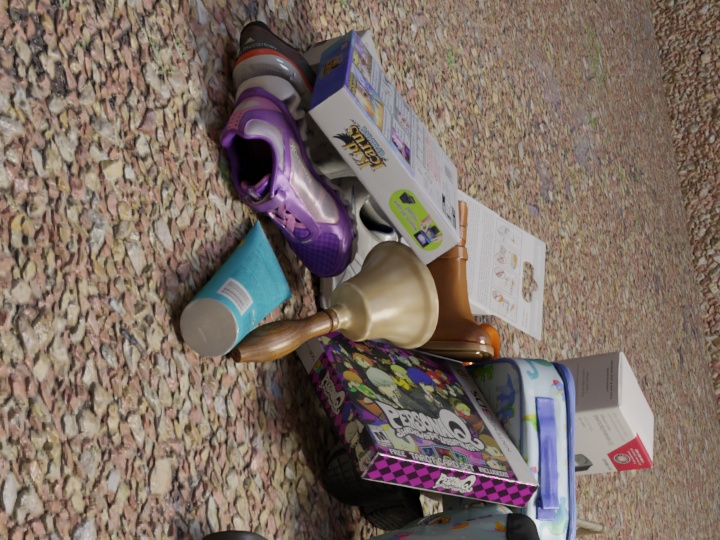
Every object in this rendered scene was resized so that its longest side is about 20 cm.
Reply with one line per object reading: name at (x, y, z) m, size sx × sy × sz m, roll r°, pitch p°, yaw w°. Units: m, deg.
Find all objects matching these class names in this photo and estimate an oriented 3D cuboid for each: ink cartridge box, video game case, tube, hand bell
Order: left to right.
tube at (-0.100, 0.017, 1.371) m, size 0.200 × 0.050 × 0.078 m, roll -51°, pitch 124°, yaw -68°
hand bell at (-0.035, 0.046, 1.424) m, size 0.199 × 0.104 × 0.105 m, roll -18°, pitch 96°, yaw -39°
video game case at (0.025, -0.121, 1.497) m, size 0.182 × 0.045 × 0.200 m, roll 53°, pitch 15°, yaw -17°
video game case at (0.051, 0.136, 1.477) m, size 0.199 × 0.036 × 0.182 m, roll 16°, pitch 28°, yaw -35°
ink cartridge box at (0.116, -0.012, 1.786) m, size 0.199 × 0.057 × 0.164 m, roll 33°, pitch 42°, yaw -22°
ink cartridge box at (0.243, 0.182, 1.920) m, size 0.148 × 0.198 × 0.086 m, roll 54°, pitch 33°, yaw -45°

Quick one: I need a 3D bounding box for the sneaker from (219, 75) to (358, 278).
sneaker at (-0.072, -0.073, 1.452) m, size 0.201 × 0.080 × 0.089 m, roll 64°, pitch 32°, yaw -20°

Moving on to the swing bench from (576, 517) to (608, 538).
swing bench at (0.228, 0.397, 1.879) m, size 0.199 × 0.129 × 0.202 m, roll 30°, pitch 46°, yaw -61°

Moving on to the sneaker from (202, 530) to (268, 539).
sneaker at (-0.066, 0.286, 1.288) m, size 0.201 × 0.067 × 0.109 m, roll 37°, pitch 47°, yaw -54°

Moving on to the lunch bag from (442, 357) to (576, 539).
lunch bag at (0.149, 0.190, 1.571) m, size 0.082 × 0.160 × 0.202 m, roll 5°, pitch 77°, yaw -26°

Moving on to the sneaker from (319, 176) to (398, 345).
sneaker at (0.000, 0.000, 1.568) m, size 0.075 × 0.086 × 0.202 m, roll -58°, pitch 133°, yaw -63°

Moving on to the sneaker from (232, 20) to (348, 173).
sneaker at (-0.057, -0.172, 1.538) m, size 0.200 × 0.076 × 0.083 m, roll 52°, pitch 26°, yaw -51°

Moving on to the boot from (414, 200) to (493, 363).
boot at (0.092, 0.008, 1.598) m, size 0.200 × 0.076 × 0.157 m, roll -164°, pitch -90°, yaw -73°

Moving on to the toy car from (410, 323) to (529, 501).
toy car at (0.131, 0.156, 1.725) m, size 0.175 × 0.149 × 0.202 m, roll 5°, pitch 74°, yaw -68°

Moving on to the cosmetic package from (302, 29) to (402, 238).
cosmetic package at (-0.001, -0.139, 1.655) m, size 0.102 × 0.073 × 0.202 m, roll -60°, pitch 135°, yaw -60°

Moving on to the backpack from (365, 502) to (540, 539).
backpack at (0.074, 0.312, 1.444) m, size 0.154 × 0.198 × 0.178 m, roll -101°, pitch 180°, yaw -69°

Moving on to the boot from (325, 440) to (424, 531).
boot at (0.011, 0.166, 1.555) m, size 0.200 × 0.069 × 0.133 m, roll 62°, pitch 22°, yaw -59°
